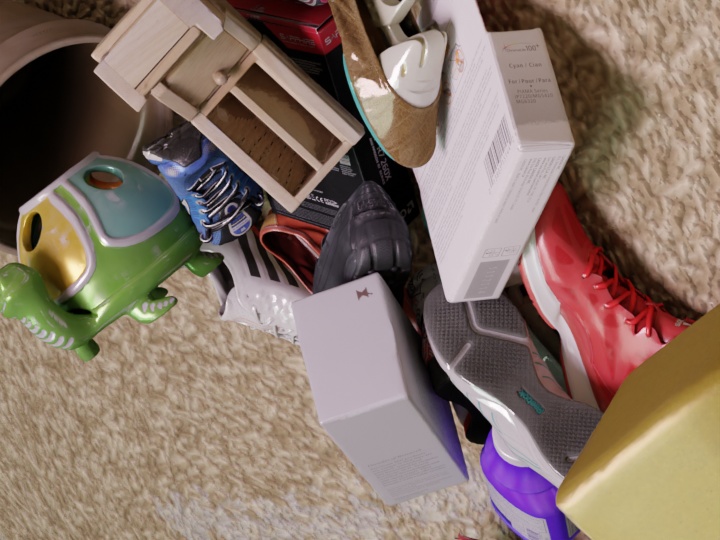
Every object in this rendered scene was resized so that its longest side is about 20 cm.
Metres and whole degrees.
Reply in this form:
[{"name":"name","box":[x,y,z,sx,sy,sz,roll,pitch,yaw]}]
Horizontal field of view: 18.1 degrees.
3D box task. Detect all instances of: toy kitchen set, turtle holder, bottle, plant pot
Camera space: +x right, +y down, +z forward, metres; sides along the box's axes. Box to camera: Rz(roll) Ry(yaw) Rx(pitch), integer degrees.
[{"name":"toy kitchen set","box":[-0.058,-0.148,1.518,0.180,0.163,0.200,42,-173,-9]},{"name":"turtle holder","box":[-0.215,-0.008,1.785,0.132,0.185,0.141,54,159,-7]},{"name":"bottle","box":[0.132,0.153,1.734,0.083,0.065,0.200,41,169,22]},{"name":"plant pot","box":[-0.282,-0.139,1.870,0.173,0.199,0.201,41,153,40]},{"name":"plant pot","box":[0.277,0.109,1.434,0.194,0.196,0.200,42,123,1]}]

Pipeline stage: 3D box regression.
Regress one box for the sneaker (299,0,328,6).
[{"name":"sneaker","box":[-0.098,-0.238,1.617,0.199,0.075,0.081,31,146,24]}]

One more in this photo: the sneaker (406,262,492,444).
[{"name":"sneaker","box":[0.089,0.060,1.745,0.201,0.067,0.109,49,-154,-64]}]

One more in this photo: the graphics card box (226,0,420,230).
[{"name":"graphics card box","box":[-0.036,-0.120,1.699,0.125,0.051,0.201,17,137,40]}]

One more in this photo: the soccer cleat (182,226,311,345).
[{"name":"soccer cleat","box":[-0.070,0.028,1.874,0.200,0.085,0.069,42,149,8]}]

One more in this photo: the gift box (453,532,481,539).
[{"name":"gift box","box":[0.138,0.321,1.851,0.184,0.187,0.200,6,146,49]}]

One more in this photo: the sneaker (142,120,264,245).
[{"name":"sneaker","box":[-0.108,-0.072,1.749,0.090,0.078,0.200,60,-176,8]}]

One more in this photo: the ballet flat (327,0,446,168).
[{"name":"ballet flat","box":[0.019,-0.171,1.533,0.072,0.068,0.201,-20,88,46]}]

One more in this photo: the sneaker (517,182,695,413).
[{"name":"sneaker","box":[0.188,0.019,1.588,0.115,0.078,0.201,-7,120,31]}]

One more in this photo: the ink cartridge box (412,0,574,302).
[{"name":"ink cartridge box","box":[0.079,-0.103,1.552,0.200,0.044,0.177,112,148,-57]}]

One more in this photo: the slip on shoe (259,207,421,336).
[{"name":"slip on shoe","box":[-0.003,0.018,1.804,0.200,0.061,0.074,45,148,3]}]

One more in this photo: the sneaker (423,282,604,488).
[{"name":"sneaker","box":[0.110,0.092,1.606,0.201,0.070,0.080,52,164,22]}]

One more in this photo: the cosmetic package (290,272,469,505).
[{"name":"cosmetic package","box":[0.017,0.092,1.678,0.200,0.071,0.102,57,-164,-62]}]

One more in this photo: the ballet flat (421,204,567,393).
[{"name":"ballet flat","box":[0.121,0.015,1.665,0.063,0.067,0.201,-24,109,29]}]

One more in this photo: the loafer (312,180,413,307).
[{"name":"loafer","box":[0.000,0.000,1.694,0.201,0.068,0.071,111,151,-63]}]
